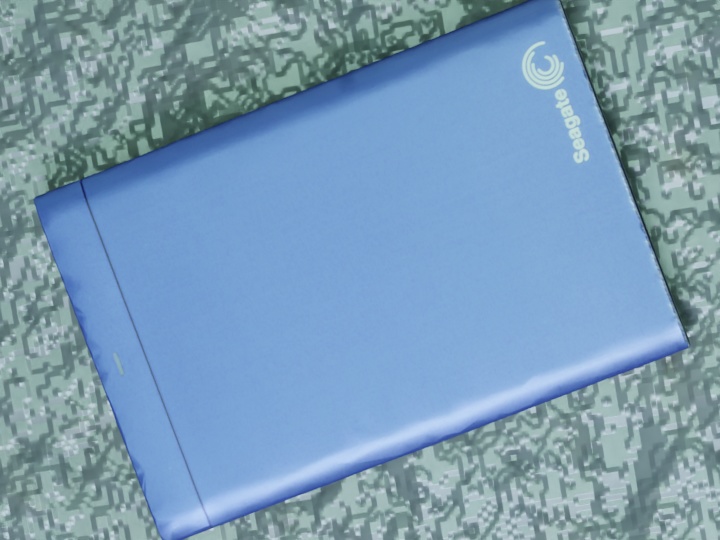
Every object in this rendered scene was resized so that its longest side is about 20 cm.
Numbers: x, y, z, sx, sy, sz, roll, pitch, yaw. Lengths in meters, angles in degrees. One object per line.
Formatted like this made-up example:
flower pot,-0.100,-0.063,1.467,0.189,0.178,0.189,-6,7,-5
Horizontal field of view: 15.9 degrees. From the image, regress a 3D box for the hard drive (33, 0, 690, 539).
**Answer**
hard drive,0.000,0.000,0.913,0.199,0.025,0.133,-21,91,7
